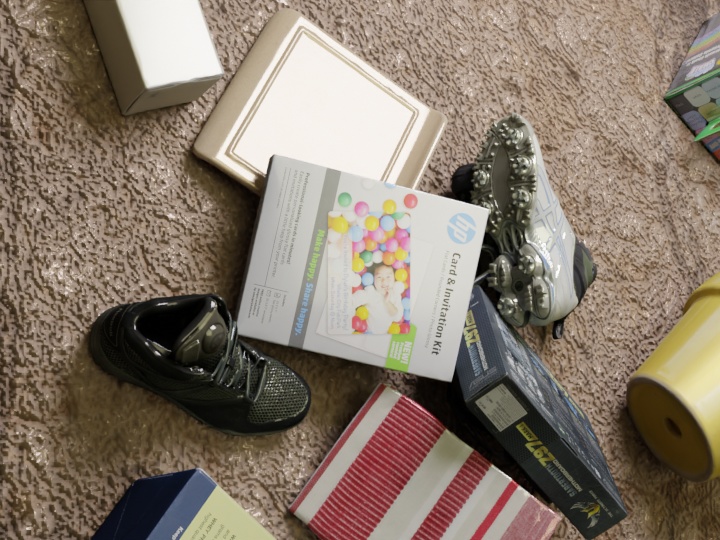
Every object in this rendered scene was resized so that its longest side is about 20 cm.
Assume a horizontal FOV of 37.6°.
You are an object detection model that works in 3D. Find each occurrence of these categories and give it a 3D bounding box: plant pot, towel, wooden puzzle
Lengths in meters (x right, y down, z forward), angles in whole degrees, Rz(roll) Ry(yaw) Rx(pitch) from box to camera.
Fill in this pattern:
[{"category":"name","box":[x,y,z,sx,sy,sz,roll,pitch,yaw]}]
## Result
[{"category":"plant pot","box":[0.393,0.120,1.126,0.187,0.200,0.203,-31,95,-18]},{"category":"towel","box":[0.056,0.212,0.914,0.199,0.023,0.145,37,79,7]},{"category":"wooden puzzle","box":[-0.034,-0.125,0.986,0.198,0.037,0.187,31,62,-8]}]

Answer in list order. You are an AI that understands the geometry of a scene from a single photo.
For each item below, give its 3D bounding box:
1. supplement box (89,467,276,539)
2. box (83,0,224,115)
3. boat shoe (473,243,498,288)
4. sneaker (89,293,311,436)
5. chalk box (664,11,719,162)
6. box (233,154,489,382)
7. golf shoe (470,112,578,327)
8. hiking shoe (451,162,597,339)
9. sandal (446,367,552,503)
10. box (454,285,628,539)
[{"category":"supplement box","box":[-0.129,0.290,0.770,0.200,0.134,0.201,45,59,-15]},{"category":"box","box":[-0.192,-0.244,0.905,0.081,0.068,0.203,-16,87,-34]},{"category":"boat shoe","box":[0.044,0.009,0.996,0.197,0.062,0.076,-8,86,-33]},{"category":"sneaker","box":[-0.111,0.079,0.850,0.198,0.114,0.077,30,65,-25]},{"category":"chalk box","box":[0.469,-0.224,1.291,0.124,0.124,0.201,42,61,-16]},{"category":"box","box":[0.000,0.000,0.923,0.197,0.041,0.159,14,88,-11]},{"category":"golf shoe","box":[0.164,-0.047,1.019,0.096,0.078,0.204,0,82,-45]},{"category":"hiking shoe","box":[0.160,-0.022,1.070,0.200,0.075,0.101,41,56,-18]},{"category":"sandal","box":[0.127,0.154,1.014,0.201,0.043,0.076,52,15,-16]},{"category":"box","box":[0.159,0.129,0.979,0.200,0.051,0.158,49,16,-23]}]
